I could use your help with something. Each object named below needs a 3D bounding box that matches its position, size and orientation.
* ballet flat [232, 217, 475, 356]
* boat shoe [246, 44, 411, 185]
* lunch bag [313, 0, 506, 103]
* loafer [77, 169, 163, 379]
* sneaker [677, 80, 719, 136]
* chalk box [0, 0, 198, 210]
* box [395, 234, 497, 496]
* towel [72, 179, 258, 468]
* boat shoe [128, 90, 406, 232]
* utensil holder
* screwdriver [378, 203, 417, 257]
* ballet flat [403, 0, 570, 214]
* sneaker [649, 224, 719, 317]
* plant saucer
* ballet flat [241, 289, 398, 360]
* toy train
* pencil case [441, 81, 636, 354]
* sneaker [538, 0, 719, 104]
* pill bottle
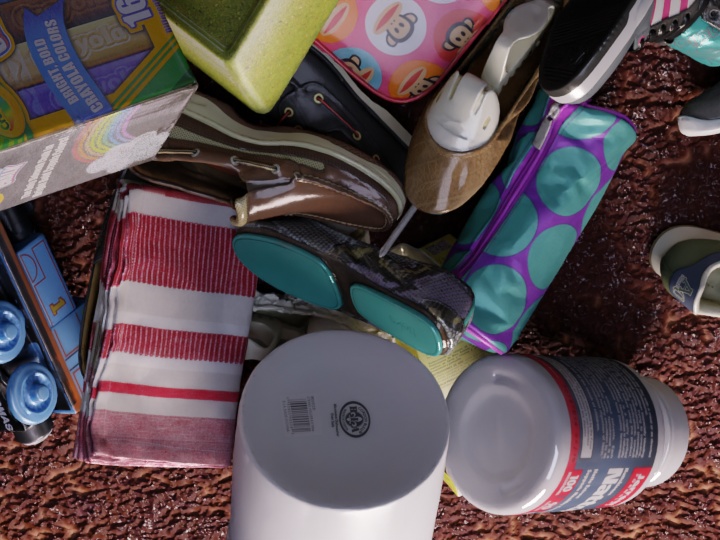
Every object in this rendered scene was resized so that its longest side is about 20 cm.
[{"bbox_3d":[0.000,0.000,1.191,0.199,0.072,0.073,24,123,30],"label":"ballet flat"},{"bbox_3d":[-0.038,-0.112,1.204,0.201,0.064,0.073,40,145,-23],"label":"boat shoe"},{"bbox_3d":[0.027,-0.235,1.143,0.176,0.082,0.200,37,110,-21],"label":"lunch bag"},{"bbox_3d":[-0.163,-0.007,1.220,0.072,0.072,0.203,9,90,14],"label":"loafer"},{"bbox_3d":[0.320,-0.165,1.229,0.198,0.077,0.083,-25,91,7],"label":"sneaker"},{"bbox_3d":[-0.227,-0.118,1.055,0.198,0.124,0.125,-21,80,-27],"label":"chalk box"},{"bbox_3d":[0.076,0.077,1.325,0.075,0.050,0.202,-26,119,-14],"label":"box"},{"bbox_3d":[-0.133,0.043,1.206,0.143,0.023,0.203,8,91,-47],"label":"towel"},{"bbox_3d":[-0.070,-0.060,1.167,0.200,0.075,0.075,19,152,6],"label":"boat shoe"},{"bbox_3d":[-0.018,0.167,1.269,0.168,0.171,0.201,1,141,-6],"label":"utensil holder"},{"bbox_3d":[0.066,-0.083,1.185,0.028,0.201,0.029,38,147,-4],"label":"screwdriver"},{"bbox_3d":[0.092,-0.132,1.157,0.067,0.201,0.073,33,160,14],"label":"ballet flat"},{"bbox_3d":[0.331,0.012,1.300,0.197,0.090,0.068,3,117,-7],"label":"sneaker"},{"bbox_3d":[-0.098,-0.237,1.103,0.199,0.048,0.201,38,112,7],"label":"plant saucer"},{"bbox_3d":[-0.063,0.054,1.301,0.197,0.072,0.072,10,117,-11],"label":"ballet flat"},{"bbox_3d":[-0.264,0.029,1.241,0.086,0.114,0.202,-4,117,38],"label":"toy train"},{"bbox_3d":[0.120,-0.038,1.224,0.092,0.085,0.201,31,90,-51],"label":"pencil case"},{"bbox_3d":[0.212,-0.174,1.168,0.121,0.083,0.201,41,75,-30],"label":"sneaker"},{"bbox_3d":[0.167,0.127,1.293,0.199,0.120,0.120,5,124,-46],"label":"pill bottle"}]
